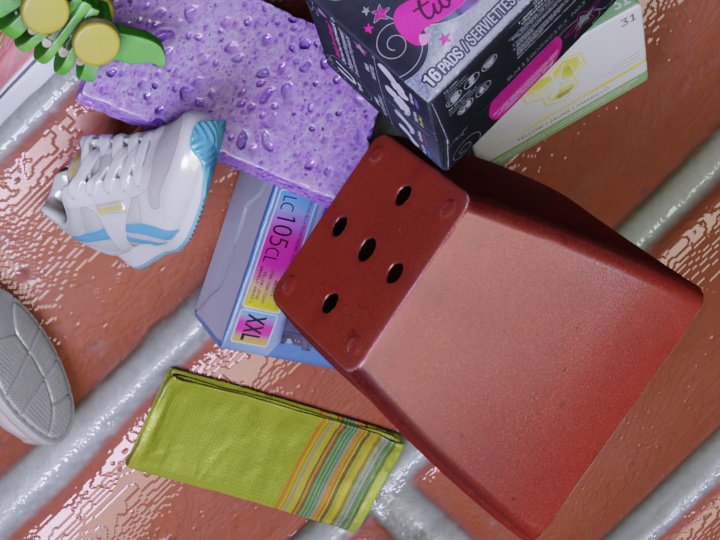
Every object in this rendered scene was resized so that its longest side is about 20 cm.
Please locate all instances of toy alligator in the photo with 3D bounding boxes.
[{"bbox_3d":[-0.212,-0.168,1.407,0.200,0.059,0.054,31,110,-28],"label":"toy alligator"}]

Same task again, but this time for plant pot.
[{"bbox_3d":[0.064,0.024,1.481,0.176,0.200,0.200,31,95,-34],"label":"plant pot"}]

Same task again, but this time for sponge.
[{"bbox_3d":[-0.081,-0.127,1.502,0.200,0.030,0.112,22,75,-17],"label":"sponge"}]

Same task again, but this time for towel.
[{"bbox_3d":[-0.069,0.136,1.675,0.200,0.018,0.086,18,105,-26],"label":"towel"}]

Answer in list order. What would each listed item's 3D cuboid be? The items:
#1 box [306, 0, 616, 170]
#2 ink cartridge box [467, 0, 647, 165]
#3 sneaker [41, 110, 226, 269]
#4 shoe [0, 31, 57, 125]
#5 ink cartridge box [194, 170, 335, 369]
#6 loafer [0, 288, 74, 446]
[{"bbox_3d":[0.076,-0.185,1.386,0.200,0.115,0.132,-46,164,-7],"label":"box"},{"bbox_3d":[0.121,-0.163,1.544,0.145,0.048,0.200,-30,153,-5],"label":"ink cartridge box"},{"bbox_3d":[-0.147,-0.055,1.467,0.081,0.200,0.077,24,65,-18],"label":"sneaker"},{"bbox_3d":[-0.278,-0.118,1.455,0.200,0.071,0.091,-47,119,-2],"label":"shoe"},{"bbox_3d":[0.000,0.000,1.609,0.200,0.076,0.137,11,109,-26],"label":"ink cartridge box"},{"bbox_3d":[-0.270,0.043,1.540,0.063,0.072,0.200,-10,127,34],"label":"loafer"}]
